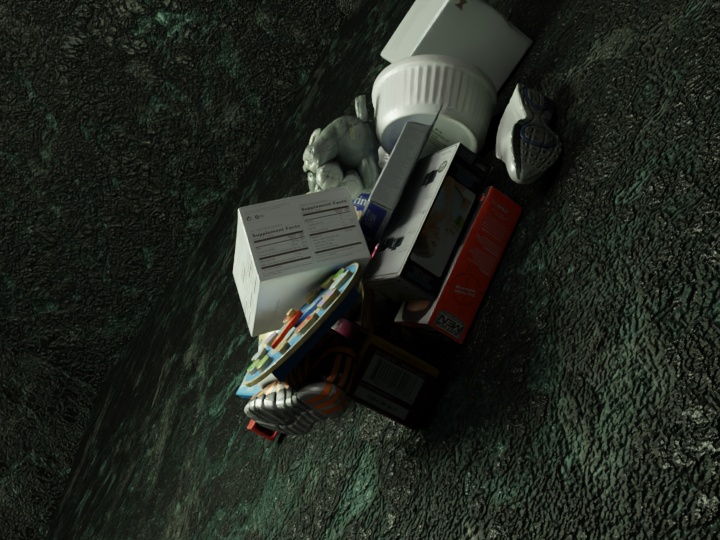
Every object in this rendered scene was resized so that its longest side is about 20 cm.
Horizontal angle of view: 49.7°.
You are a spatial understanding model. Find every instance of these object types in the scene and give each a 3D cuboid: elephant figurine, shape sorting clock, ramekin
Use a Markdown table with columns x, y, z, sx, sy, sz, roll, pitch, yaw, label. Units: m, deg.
| x | y | z | sx | sy | sz | roll | pitch | yaw | label |
| --- | --- | --- | --- | --- | --- | --- | --- | --- | --- |
| -0.046 | -0.171 | 1.285 | 0.154 | 0.142 | 0.200 | -31 | 5 | -13 | elephant figurine |
| -0.073 | 0.063 | 0.947 | 0.200 | 0.039 | 0.200 | -42 | 12 | 11 | shape sorting clock |
| 0.112 | -0.239 | 1.228 | 0.202 | 0.201 | 0.095 | -30 | 45 | 54 | ramekin |

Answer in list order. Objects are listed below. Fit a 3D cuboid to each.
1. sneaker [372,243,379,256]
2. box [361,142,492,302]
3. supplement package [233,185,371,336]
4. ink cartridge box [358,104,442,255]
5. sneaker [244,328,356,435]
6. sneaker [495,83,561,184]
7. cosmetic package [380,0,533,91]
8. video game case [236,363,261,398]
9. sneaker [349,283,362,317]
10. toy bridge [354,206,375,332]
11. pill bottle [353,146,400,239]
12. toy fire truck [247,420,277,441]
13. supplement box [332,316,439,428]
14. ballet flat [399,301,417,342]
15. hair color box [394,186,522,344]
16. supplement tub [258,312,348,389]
| x | y | z | sx | sy | sz | roll | pitch | yaw | label |
| --- | --- | --- | --- | --- | --- | --- | --- | --- | --- |
| 0.084 | -0.052 | 1.224 | 0.201 | 0.079 | 0.095 | -54 | -9 | 29 | sneaker |
| 0.087 | -0.060 | 1.034 | 0.116 | 0.060 | 0.202 | -12 | 49 | 64 | box |
| -0.088 | -0.009 | 1.089 | 0.200 | 0.154 | 0.112 | 114 | 139 | -64 | supplement package |
| 0.042 | -0.120 | 1.129 | 0.197 | 0.043 | 0.201 | 114 | 180 | -61 | ink cartridge box |
| -0.066 | 0.136 | 0.981 | 0.199 | 0.077 | 0.113 | -24 | 37 | 45 | sneaker |
| 0.221 | -0.172 | 1.059 | 0.087 | 0.074 | 0.201 | -58 | 9 | 40 | sneaker |
| 0.159 | -0.386 | 1.350 | 0.167 | 0.167 | 0.200 | -54 | 19 | 12 | cosmetic package |
| -0.154 | 0.143 | 1.424 | 0.201 | 0.018 | 0.143 | -63 | 19 | -19 | video game case |
| -0.071 | 0.090 | 1.363 | 0.201 | 0.075 | 0.070 | -58 | 19 | 5 | sneaker |
| 0.000 | 0.000 | 1.224 | 0.067 | 0.027 | 0.203 | -172 | 75 | -69 | toy bridge |
| 0.033 | -0.107 | 1.337 | 0.202 | 0.115 | 0.115 | -64 | 20 | -15 | pill bottle |
| -0.146 | 0.201 | 1.412 | 0.201 | 0.048 | 0.141 | -63 | 15 | -13 | toy fire truck |
| 0.009 | 0.129 | 1.058 | 0.086 | 0.110 | 0.200 | -62 | 19 | -3 | supplement box |
| 0.102 | 0.008 | 1.097 | 0.066 | 0.056 | 0.202 | 52 | -122 | -71 | ballet flat |
| 0.129 | -0.006 | 1.033 | 0.202 | 0.061 | 0.101 | -65 | 20 | -13 | hair color box |
| -0.090 | 0.091 | 1.236 | 0.144 | 0.143 | 0.202 | -34 | 50 | 51 | supplement tub |
